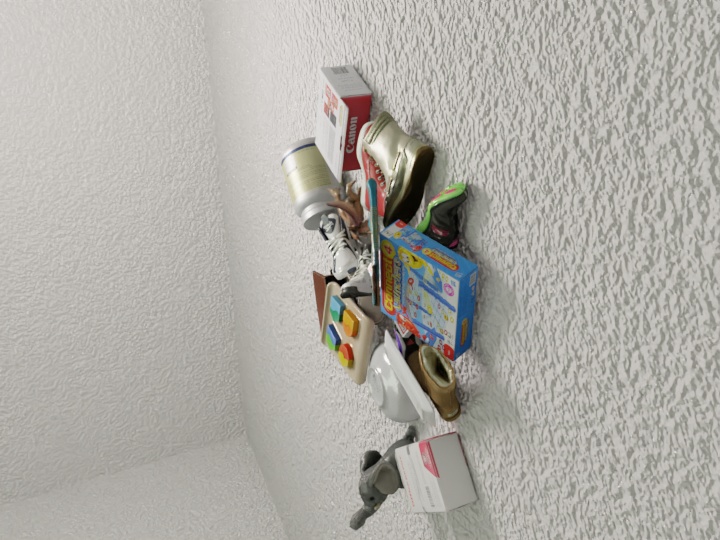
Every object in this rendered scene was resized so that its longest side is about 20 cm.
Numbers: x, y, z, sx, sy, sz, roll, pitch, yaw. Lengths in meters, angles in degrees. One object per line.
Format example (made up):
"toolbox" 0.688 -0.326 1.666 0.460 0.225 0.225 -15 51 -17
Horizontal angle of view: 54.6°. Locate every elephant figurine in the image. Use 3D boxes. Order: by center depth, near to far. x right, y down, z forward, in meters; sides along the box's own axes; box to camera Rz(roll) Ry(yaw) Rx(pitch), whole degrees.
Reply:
"elephant figurine" 0.053 0.488 1.640 0.143 0.195 0.158 107 145 -53

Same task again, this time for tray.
"tray" 0.097 0.228 1.444 0.202 0.022 0.108 59 171 28

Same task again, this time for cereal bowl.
"cereal bowl" 0.070 0.265 1.645 0.199 0.081 0.205 167 90 -70

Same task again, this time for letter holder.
"letter holder" -0.058 0.098 1.878 0.142 0.098 0.206 -161 62 -69

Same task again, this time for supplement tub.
"supplement tub" -0.117 -0.222 1.798 0.145 0.142 0.204 126 130 -63

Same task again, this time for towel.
"towel" 0.025 -0.055 1.337 0.148 0.021 0.204 86 -177 -56

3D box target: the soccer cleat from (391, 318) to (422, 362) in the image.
"soccer cleat" 0.102 0.140 1.524 0.073 0.066 0.205 163 94 -78

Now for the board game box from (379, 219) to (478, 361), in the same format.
"board game box" 0.122 0.037 1.300 0.194 0.055 0.203 33 141 35

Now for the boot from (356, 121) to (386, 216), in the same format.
"boot" 0.055 -0.205 1.468 0.144 0.071 0.205 35 134 54

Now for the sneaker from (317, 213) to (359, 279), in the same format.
"sneaker" -0.060 -0.070 1.694 0.131 0.078 0.200 54 -159 -21

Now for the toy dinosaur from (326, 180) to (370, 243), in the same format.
"toy dinosaur" -0.015 -0.129 1.596 0.200 0.084 0.139 -20 -84 -75

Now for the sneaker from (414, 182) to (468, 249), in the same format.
"sneaker" 0.156 -0.085 1.270 0.084 0.076 0.201 44 148 13

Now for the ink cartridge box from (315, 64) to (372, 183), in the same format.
"ink cartridge box" -0.035 -0.335 1.605 0.203 0.082 0.177 99 152 -44

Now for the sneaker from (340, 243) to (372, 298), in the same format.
"sneaker" 0.000 0.000 1.593 0.200 0.074 0.119 -9 -87 -69

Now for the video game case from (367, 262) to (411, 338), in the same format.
"video game case" 0.092 0.017 1.461 0.144 0.017 0.202 -53 46 29

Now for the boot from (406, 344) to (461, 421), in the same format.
"boot" 0.139 0.192 1.357 0.176 0.065 0.201 51 171 31

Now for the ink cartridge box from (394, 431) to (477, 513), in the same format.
"ink cartridge box" 0.157 0.438 1.501 0.200 0.083 0.149 134 122 -64

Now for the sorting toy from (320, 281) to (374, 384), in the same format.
"sorting toy" -0.041 0.154 1.717 0.200 0.036 0.189 40 130 47

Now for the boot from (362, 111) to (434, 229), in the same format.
"boot" 0.059 -0.194 1.390 0.155 0.071 0.203 47 134 33

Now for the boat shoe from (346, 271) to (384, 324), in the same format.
"boat shoe" 0.013 0.061 1.724 0.058 0.065 0.202 78 168 -53
